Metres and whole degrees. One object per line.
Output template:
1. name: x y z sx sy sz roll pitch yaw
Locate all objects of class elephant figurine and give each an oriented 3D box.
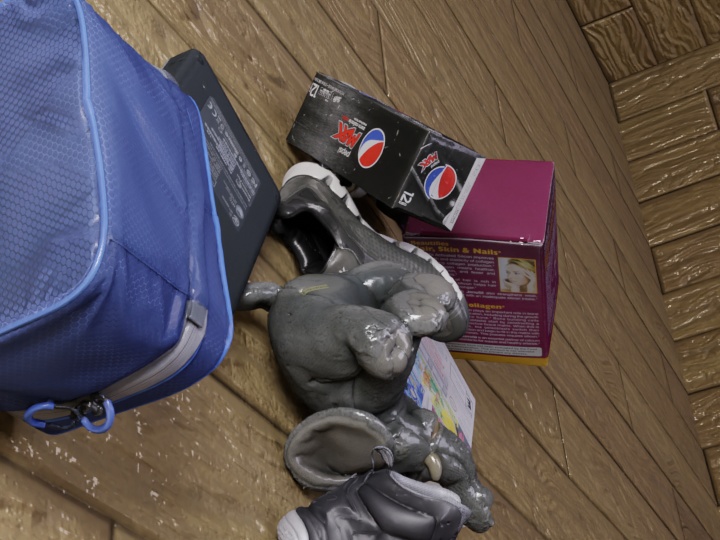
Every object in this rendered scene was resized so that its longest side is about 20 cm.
1. elephant figurine: 0.005 0.104 0.950 0.141 0.155 0.201 -21 122 -38

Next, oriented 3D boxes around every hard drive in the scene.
1. hard drive: -0.115 -0.055 0.896 0.140 0.033 0.200 62 21 -24

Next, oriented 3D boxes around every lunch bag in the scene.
1. lunch bag: -0.142 -0.017 0.628 0.132 0.135 0.201 37 38 -57

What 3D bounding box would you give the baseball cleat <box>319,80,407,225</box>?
1. baseball cleat: 0.010 -0.087 1.244 0.200 0.070 0.107 47 36 -31

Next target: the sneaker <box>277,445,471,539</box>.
1. sneaker: 0.044 0.213 0.864 0.200 0.114 0.075 48 1 4

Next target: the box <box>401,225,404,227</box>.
1. box: 0.095 -0.051 1.460 0.200 0.039 0.137 54 25 -39

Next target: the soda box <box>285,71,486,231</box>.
1. soda box: 0.016 -0.101 1.073 0.063 0.071 0.200 20 10 -34

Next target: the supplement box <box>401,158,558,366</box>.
1. supplement box: 0.121 -0.006 1.246 0.200 0.130 0.103 78 21 -52

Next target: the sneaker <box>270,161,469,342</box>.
1. sneaker: 0.000 0.000 1.053 0.200 0.066 0.091 41 34 -1

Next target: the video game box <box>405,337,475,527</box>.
1. video game box: 0.042 0.103 1.158 0.200 0.047 0.182 61 19 -24
